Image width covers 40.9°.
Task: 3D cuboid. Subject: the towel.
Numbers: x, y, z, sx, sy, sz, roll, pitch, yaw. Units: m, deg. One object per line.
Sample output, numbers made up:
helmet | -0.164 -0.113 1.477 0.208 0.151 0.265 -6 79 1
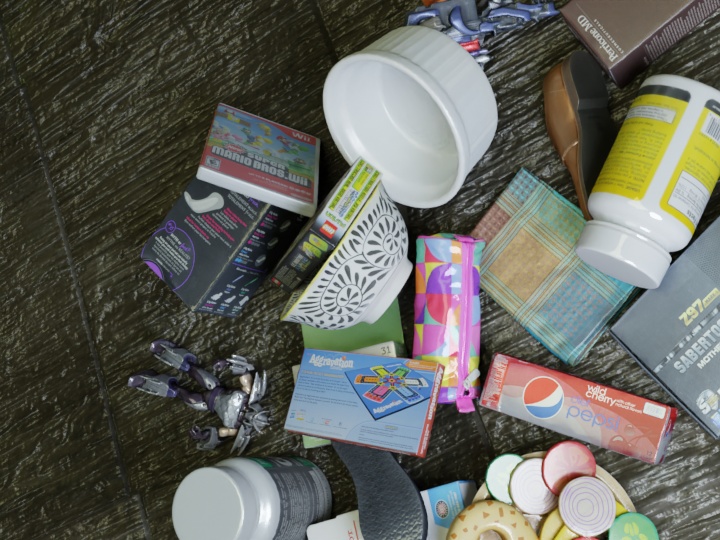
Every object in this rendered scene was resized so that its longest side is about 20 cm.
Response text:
towel | 0.215 -0.007 1.109 0.200 0.022 0.147 43 100 25

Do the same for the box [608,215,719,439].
box | 0.384 0.050 1.002 0.200 0.051 0.158 -47 64 12

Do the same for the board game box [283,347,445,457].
board game box | 0.001 0.147 1.104 0.198 0.019 0.104 2 72 40

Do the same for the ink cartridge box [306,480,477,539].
ink cartridge box | 0.047 0.323 1.107 0.198 0.068 0.117 -21 72 21

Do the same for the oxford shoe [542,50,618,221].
oxford shoe | 0.251 -0.142 1.101 0.071 0.071 0.202 -24 69 54

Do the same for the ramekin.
ramekin | 0.062 -0.182 1.117 0.199 0.202 0.098 29 55 27

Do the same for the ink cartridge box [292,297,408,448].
ink cartridge box | -0.014 0.105 1.186 0.144 0.048 0.202 -15 77 23

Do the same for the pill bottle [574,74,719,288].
pill bottle | 0.309 -0.091 1.015 0.114 0.114 0.202 24 84 27

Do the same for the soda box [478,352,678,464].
soda box | 0.235 0.147 1.046 0.198 0.070 0.064 17 89 26

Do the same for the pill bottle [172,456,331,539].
pill bottle | -0.123 0.275 1.123 0.112 0.200 0.115 -4 79 24

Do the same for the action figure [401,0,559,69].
action figure | 0.135 -0.323 1.182 0.197 0.105 0.196 -4 86 -3

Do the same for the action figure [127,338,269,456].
action figure | -0.200 0.162 1.254 0.198 0.069 0.131 22 86 24

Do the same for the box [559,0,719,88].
box | 0.334 -0.312 1.076 0.200 0.075 0.101 -41 67 16

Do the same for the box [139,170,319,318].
box | -0.169 -0.055 1.253 0.122 0.106 0.201 41 99 23

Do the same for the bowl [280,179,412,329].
bowl | 0.000 0.000 1.133 0.094 0.201 0.202 35 98 -6

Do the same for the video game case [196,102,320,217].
video game case | -0.118 -0.138 1.176 0.142 0.201 0.018 18 118 -12

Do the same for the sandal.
sandal | 0.027 0.242 1.080 0.076 0.043 0.201 -31 48 9

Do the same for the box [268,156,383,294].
box | -0.045 -0.048 1.136 0.035 0.200 0.111 35 66 -6

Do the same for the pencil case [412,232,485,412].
pencil case | 0.103 0.058 1.109 0.087 0.088 0.203 -2 87 25

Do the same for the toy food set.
toy food set | 0.203 0.284 1.016 0.199 0.049 0.198 37 78 12
